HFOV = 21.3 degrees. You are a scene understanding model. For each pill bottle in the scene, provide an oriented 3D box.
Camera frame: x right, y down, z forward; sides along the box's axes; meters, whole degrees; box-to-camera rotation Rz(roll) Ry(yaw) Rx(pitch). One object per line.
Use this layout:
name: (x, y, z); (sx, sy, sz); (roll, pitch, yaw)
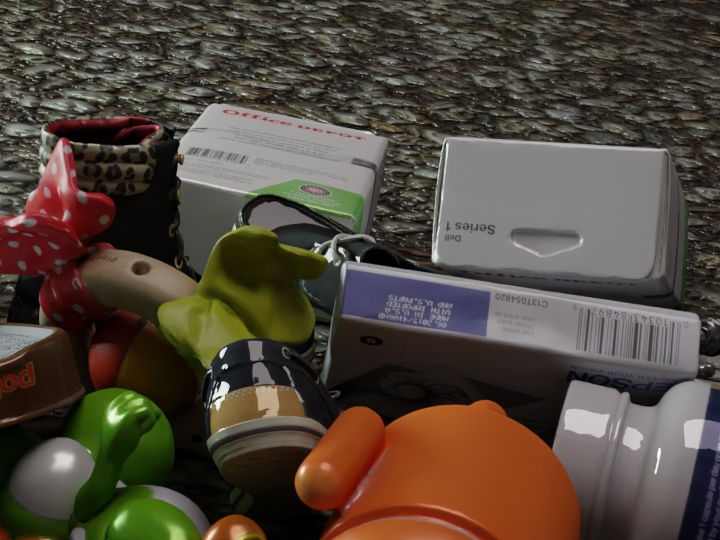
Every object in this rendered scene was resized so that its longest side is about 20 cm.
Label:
pill bottle: (0.195, 0.123, 0.984); (0.198, 0.121, 0.120); (14, 20, 9)

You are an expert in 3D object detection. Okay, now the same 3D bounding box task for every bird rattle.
bird rattle: (-0.124, 0.034, 1.031); (0.198, 0.164, 0.113); (13, 43, 10)

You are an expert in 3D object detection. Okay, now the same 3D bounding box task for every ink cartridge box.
ink cartridge box: (0.135, -0.026, 1.240); (0.145, 0.085, 0.200); (4, -7, 13)
ink cartridge box: (0.076, 0.066, 1.092); (0.198, 0.041, 0.200); (8, -24, -1)
ink cartridge box: (-0.066, -0.046, 1.379); (0.144, 0.085, 0.200); (12, 20, 4)

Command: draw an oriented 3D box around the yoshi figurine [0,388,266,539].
yoshi figurine: (-0.101, 0.111, 0.913); (0.112, 0.113, 0.199); (8, 13, -46)

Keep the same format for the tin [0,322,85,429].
tin: (-0.212, 0.057, 0.982); (0.111, 0.042, 0.200); (-11, 5, -26)

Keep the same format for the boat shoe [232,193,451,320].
boat shoe: (0.000, 0.000, 1.211); (0.199, 0.068, 0.072); (34, 56, 26)

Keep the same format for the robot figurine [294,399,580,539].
robot figurine: (0.037, 0.139, 0.860); (0.116, 0.145, 0.200); (3, 25, 15)

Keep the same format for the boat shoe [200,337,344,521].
boat shoe: (-0.038, 0.082, 0.942); (0.074, 0.063, 0.200); (-12, -19, 3)

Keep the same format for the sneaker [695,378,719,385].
sneaker: (0.250, 0.106, 1.123); (0.081, 0.075, 0.200); (-3, 23, -28)

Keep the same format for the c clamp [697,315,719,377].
c clamp: (0.173, 0.049, 1.214); (0.170, 0.027, 0.200); (4, 8, 28)

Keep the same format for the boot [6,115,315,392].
boot: (-0.111, -0.010, 1.151); (0.202, 0.155, 0.073); (1, 21, -25)
